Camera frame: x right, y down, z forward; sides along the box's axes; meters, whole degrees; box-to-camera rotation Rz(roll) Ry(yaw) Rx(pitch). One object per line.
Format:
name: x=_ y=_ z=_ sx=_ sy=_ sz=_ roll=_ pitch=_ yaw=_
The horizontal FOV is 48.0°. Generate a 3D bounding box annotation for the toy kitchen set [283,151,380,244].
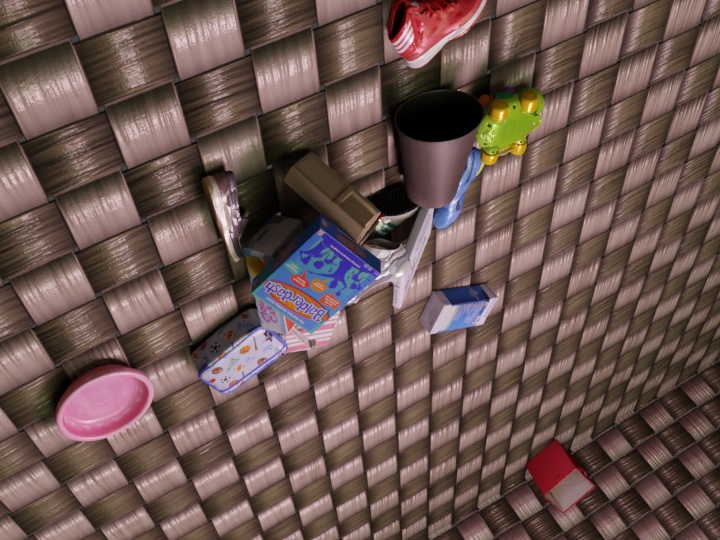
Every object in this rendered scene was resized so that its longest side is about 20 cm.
toy kitchen set: x=-0.070 y=-0.102 z=1.560 sx=0.201 sy=0.180 sz=0.163 roll=-52 pitch=177 yaw=37

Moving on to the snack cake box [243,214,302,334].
snack cake box: x=-0.155 y=0.009 z=1.582 sx=0.115 sy=0.066 sz=0.203 roll=-53 pitch=146 yaw=-43

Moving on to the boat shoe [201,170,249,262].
boat shoe: x=-0.233 y=-0.097 z=1.470 sx=0.064 sy=0.072 sz=0.202 roll=-23 pitch=137 yaw=-11

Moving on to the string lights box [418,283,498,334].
string lights box: x=0.260 y=0.100 z=2.133 sx=0.197 sy=0.059 sz=0.104 roll=-6 pitch=135 yaw=-37

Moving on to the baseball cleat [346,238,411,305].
baseball cleat: x=0.000 y=0.000 z=1.598 sx=0.197 sy=0.070 sz=0.108 roll=-26 pitch=120 yaw=-2

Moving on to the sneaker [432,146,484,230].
sneaker: x=0.196 y=-0.180 z=1.750 sx=0.078 sy=0.066 sz=0.203 roll=-5 pitch=129 yaw=-48

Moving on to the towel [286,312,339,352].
towel: x=-0.114 y=0.104 z=1.841 sx=0.144 sy=0.030 sz=0.203 roll=-7 pitch=133 yaw=-36

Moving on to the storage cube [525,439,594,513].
storage cube: x=0.813 y=0.841 z=3.310 sx=0.200 sy=0.181 sz=0.171 roll=-42 pitch=123 yaw=9

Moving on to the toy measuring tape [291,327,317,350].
toy measuring tape: x=-0.142 y=0.102 z=1.743 sx=0.073 sy=0.074 sz=0.200 roll=-42 pitch=123 yaw=8

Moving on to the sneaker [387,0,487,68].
sneaker: x=0.130 y=-0.448 z=1.387 sx=0.200 sy=0.079 sz=0.115 roll=-48 pitch=145 yaw=12

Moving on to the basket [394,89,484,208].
basket: x=0.149 y=-0.232 z=1.603 sx=0.177 sy=0.138 sz=0.202 roll=-18 pitch=145 yaw=-13

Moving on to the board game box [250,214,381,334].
board game box: x=-0.082 y=0.012 z=1.474 sx=0.151 sy=0.045 sz=0.199 roll=35 pitch=121 yaw=-25

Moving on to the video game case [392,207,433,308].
video game case: x=0.114 y=-0.040 z=1.748 sx=0.183 sy=0.023 sz=0.203 roll=88 pitch=24 yaw=-67

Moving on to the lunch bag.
lunch bag: x=-0.254 y=0.177 z=1.753 sx=0.198 sy=0.076 sz=0.161 roll=-34 pitch=144 yaw=2

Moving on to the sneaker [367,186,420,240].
sneaker: x=0.038 y=-0.106 z=1.711 sx=0.197 sy=0.071 sz=0.094 roll=-27 pitch=159 yaw=-15

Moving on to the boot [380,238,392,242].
boot: x=-0.032 y=0.000 z=1.682 sx=0.155 sy=0.081 sz=0.210 roll=-11 pitch=170 yaw=-34

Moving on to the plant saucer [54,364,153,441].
plant saucer: x=-0.520 y=0.261 z=1.638 sx=0.197 sy=0.051 sz=0.203 roll=-24 pitch=143 yaw=-19

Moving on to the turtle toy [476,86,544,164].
turtle toy: x=0.304 y=-0.316 z=1.665 sx=0.197 sy=0.102 sz=0.148 roll=-21 pitch=142 yaw=-23
